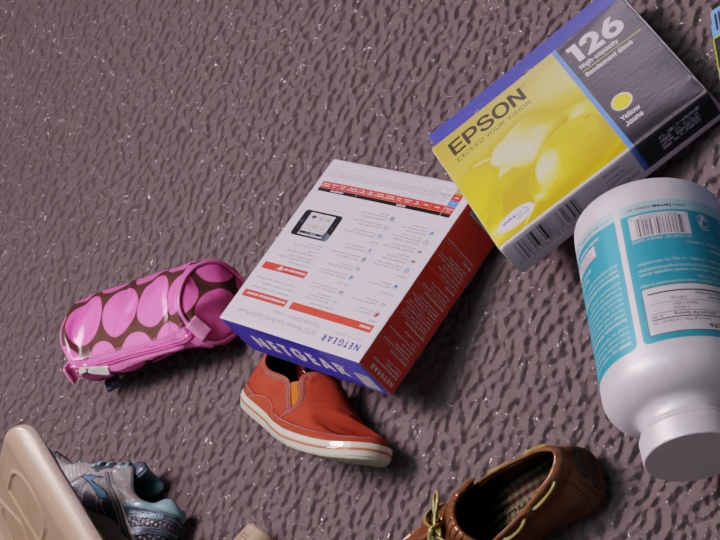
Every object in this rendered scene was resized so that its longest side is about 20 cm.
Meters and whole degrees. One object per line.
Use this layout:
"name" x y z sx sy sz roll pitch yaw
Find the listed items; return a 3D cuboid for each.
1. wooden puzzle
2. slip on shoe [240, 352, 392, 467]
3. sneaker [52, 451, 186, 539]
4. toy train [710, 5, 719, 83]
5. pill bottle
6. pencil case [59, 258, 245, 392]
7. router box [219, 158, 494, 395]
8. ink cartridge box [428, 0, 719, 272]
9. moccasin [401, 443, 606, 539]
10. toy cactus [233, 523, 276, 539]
"wooden puzzle" -0.267 0.249 1.783 0.185 0.046 0.200 55 147 17
"slip on shoe" -0.037 0.116 1.666 0.200 0.074 0.061 28 102 57
"sneaker" -0.224 0.211 1.841 0.086 0.078 0.200 -52 45 -5
"toy train" 0.314 -0.125 1.399 0.114 0.087 0.200 -36 47 43
"pill bottle" 0.215 0.043 1.391 0.111 0.111 0.200 -32 48 34
"pencil case" -0.195 0.052 1.873 0.200 0.091 0.094 -21 20 43
"router box" 0.000 0.000 1.671 0.200 0.049 0.180 16 65 51
"ink cartridge box" 0.156 -0.123 1.570 0.198 0.047 0.200 -39 44 7
"moccasin" 0.087 0.189 1.480 0.201 0.078 0.074 -31 49 34
"toy cactus" -0.132 0.286 1.677 0.165 0.102 0.200 -59 27 -10
